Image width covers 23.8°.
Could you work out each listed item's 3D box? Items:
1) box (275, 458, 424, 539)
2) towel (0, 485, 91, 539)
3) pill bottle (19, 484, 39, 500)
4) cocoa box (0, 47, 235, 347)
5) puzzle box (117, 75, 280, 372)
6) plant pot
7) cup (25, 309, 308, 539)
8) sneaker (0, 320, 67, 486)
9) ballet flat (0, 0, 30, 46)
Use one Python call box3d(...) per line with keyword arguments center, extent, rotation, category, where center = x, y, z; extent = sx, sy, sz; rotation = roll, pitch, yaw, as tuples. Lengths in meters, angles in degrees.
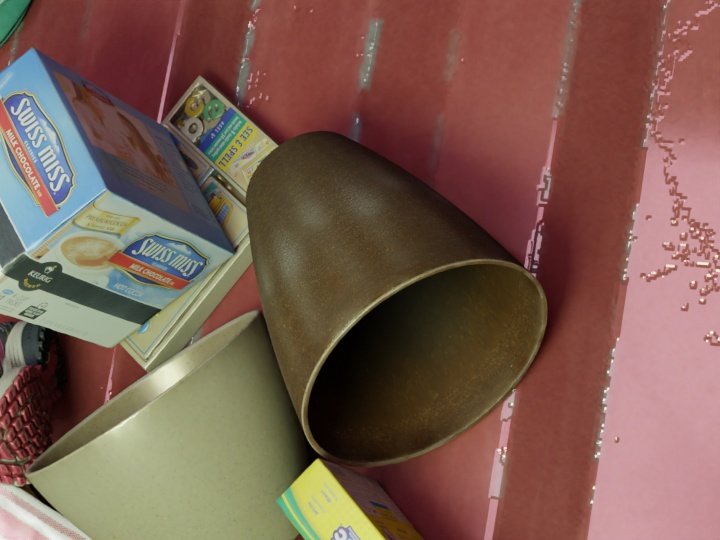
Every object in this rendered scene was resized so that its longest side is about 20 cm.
box3d(center=(0.037, 0.220, 1.145), extent=(0.048, 0.117, 0.200), rotation=(-46, 65, 5), category="box")
box3d(center=(-0.278, 0.250, 1.206), extent=(0.146, 0.030, 0.201), rotation=(28, 79, 6), category="towel")
box3d(center=(-0.299, 0.197, 1.300), extent=(0.112, 0.112, 0.200), rotation=(-47, 64, 7), category="pill bottle")
box3d(center=(-0.208, -0.047, 1.240), extent=(0.131, 0.200, 0.134), rotation=(-35, 67, 12), category="cocoa box")
box3d(center=(-0.141, -0.036, 1.334), extent=(0.133, 0.025, 0.200), rotation=(41, 95, 25), category="puzzle box")
box3d(center=(0.000, 0.000, 1.195), extent=(0.187, 0.187, 0.200), rotation=(-42, 52, 9), category="plant pot")
box3d(center=(-0.114, 0.142, 1.206), extent=(0.200, 0.200, 0.144), rotation=(-33, 95, 13), category="cup")
box3d(center=(-0.270, 0.102, 1.277), extent=(0.074, 0.200, 0.081), rotation=(-10, 112, 3), category="sneaker")
box3d(center=(-0.294, -0.267, 1.430), extent=(0.067, 0.070, 0.201), rotation=(40, 95, 25), category="ballet flat")
